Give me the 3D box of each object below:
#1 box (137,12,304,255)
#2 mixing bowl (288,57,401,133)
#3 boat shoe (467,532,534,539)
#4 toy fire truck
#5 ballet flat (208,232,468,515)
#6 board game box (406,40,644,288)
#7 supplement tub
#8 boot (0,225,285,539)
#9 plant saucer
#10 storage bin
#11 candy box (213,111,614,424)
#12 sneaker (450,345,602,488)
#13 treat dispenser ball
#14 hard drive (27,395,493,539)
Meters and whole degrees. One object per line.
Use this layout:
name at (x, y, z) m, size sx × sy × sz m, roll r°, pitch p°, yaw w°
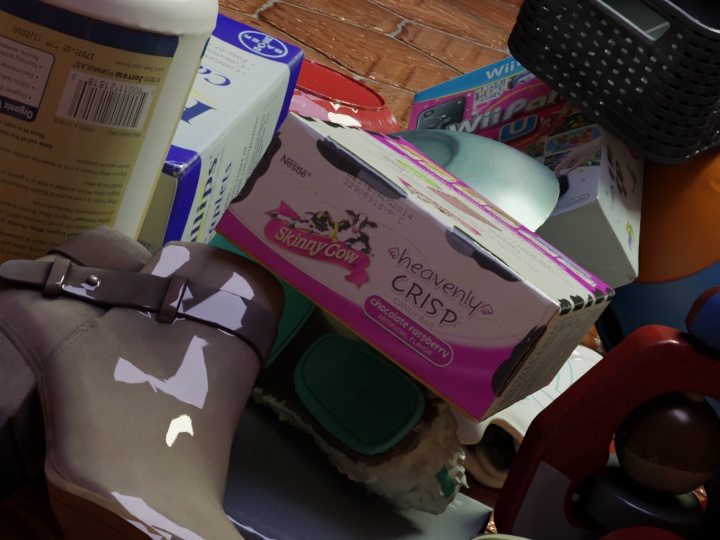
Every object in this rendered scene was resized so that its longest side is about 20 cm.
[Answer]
box at (-0.152, -0.081, 1.039) m, size 0.183 × 0.105 × 0.200 m, roll 24°, pitch 30°, yaw 6°
mixing bowl at (-0.047, -0.075, 1.221) m, size 0.199 × 0.109 × 0.200 m, roll 20°, pitch 15°, yaw -6°
boat shoe at (0.119, 0.162, 0.763) m, size 0.200 × 0.072 × 0.066 m, roll 27°, pitch 10°, yaw -3°
toy fire truck at (0.169, 0.094, 0.856) m, size 0.199 × 0.169 × 0.112 m, roll 18°, pitch 16°, yaw -13°
ballet flat at (-0.015, 0.048, 0.857) m, size 0.071 × 0.072 × 0.200 m, roll 10°, pitch 22°, yaw -35°
board game box at (0.095, -0.054, 1.150) m, size 0.064 × 0.147 × 0.201 m, roll 57°, pitch 27°, yaw -28°
supplement tub at (-0.159, -0.059, 0.852) m, size 0.144 × 0.201 × 0.145 m, roll 20°, pitch 16°, yaw -6°
boot at (-0.072, 0.054, 0.729) m, size 0.199 × 0.071 × 0.146 m, roll 26°, pitch 50°, yaw 17°
plant saucer at (0.007, -0.037, 1.036) m, size 0.200 × 0.039 × 0.201 m, roll -16°, pitch 21°, yaw 6°
storage bin at (0.200, -0.158, 1.128) m, size 0.135 × 0.094 × 0.199 m, roll 41°, pitch 43°, yaw 24°
candy box at (0.032, -0.003, 0.837) m, size 0.136 × 0.061 × 0.200 m, roll 36°, pitch 8°, yaw 11°
sneaker at (0.079, 0.078, 0.996) m, size 0.200 × 0.070 × 0.081 m, roll 16°, pitch 45°, yaw -48°
treat dispenser ball at (0.241, 0.002, 1.182) m, size 0.200 × 0.202 × 0.201 m, roll 20°, pitch 16°, yaw -6°
hard drive at (-0.050, 0.092, 0.819) m, size 0.199 × 0.033 × 0.140 m, roll 25°, pitch 17°, yaw 9°
